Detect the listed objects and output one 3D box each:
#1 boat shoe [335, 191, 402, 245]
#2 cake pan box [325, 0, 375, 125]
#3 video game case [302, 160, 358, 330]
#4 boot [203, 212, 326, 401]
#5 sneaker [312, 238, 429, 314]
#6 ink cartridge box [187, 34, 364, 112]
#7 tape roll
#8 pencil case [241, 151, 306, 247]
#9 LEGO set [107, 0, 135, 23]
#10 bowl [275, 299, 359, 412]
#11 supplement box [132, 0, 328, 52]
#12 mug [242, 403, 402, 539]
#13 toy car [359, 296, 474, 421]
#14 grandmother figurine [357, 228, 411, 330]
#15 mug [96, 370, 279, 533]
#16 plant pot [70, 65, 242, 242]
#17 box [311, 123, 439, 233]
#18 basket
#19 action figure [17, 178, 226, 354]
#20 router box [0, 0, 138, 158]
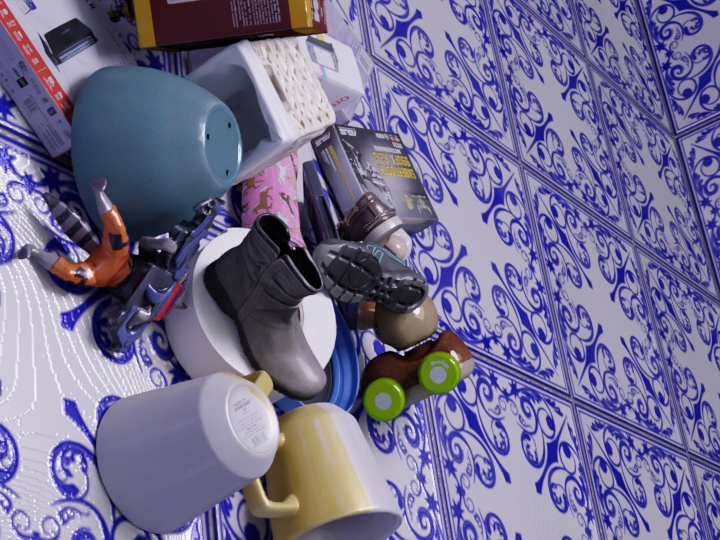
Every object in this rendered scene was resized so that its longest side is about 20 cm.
[{"bbox_3d":[0.000,-0.051,1.789,0.072,0.200,0.060,-33,86,-18],"label":"boat shoe"},{"bbox_3d":[-0.062,-0.337,2.053,0.184,0.052,0.200,53,31,-24],"label":"cake pan box"},{"bbox_3d":[-0.041,-0.031,1.797,0.143,0.019,0.201,95,-23,-71],"label":"video game case"},{"bbox_3d":[-0.083,0.044,1.475,0.200,0.131,0.068,54,45,-1],"label":"boot"},{"bbox_3d":[0.000,0.000,1.664,0.200,0.075,0.079,26,17,-49],"label":"sneaker"},{"bbox_3d":[-0.114,-0.266,1.815,0.200,0.147,0.086,14,57,-56],"label":"ink cartridge box"},{"bbox_3d":[-0.129,0.054,1.574,0.202,0.071,0.203,20,55,-30],"label":"tape roll"},{"bbox_3d":[-0.116,-0.102,1.757,0.087,0.082,0.201,92,-6,-58],"label":"pencil case"},{"bbox_3d":[-0.318,-0.388,1.607,0.200,0.115,0.154,57,28,-77],"label":"LEGO set"},{"bbox_3d":[-0.076,0.099,1.710,0.201,0.039,0.201,39,39,-39],"label":"bowl"},{"bbox_3d":[-0.153,-0.339,1.597,0.197,0.199,0.133,-58,141,-81],"label":"supplement box"},{"bbox_3d":[-0.047,0.232,1.532,0.187,0.149,0.154,66,5,-62],"label":"mug"},{"bbox_3d":[0.046,0.081,1.784,0.200,0.157,0.164,64,9,3],"label":"toy car"},{"bbox_3d":[0.032,0.006,1.941,0.122,0.060,0.200,63,30,-26],"label":"grandmother figurine"},{"bbox_3d":[-0.167,0.163,1.397,0.149,0.153,0.187,38,38,-37],"label":"mug"},{"bbox_3d":[-0.213,-0.135,1.505,0.200,0.134,0.201,-3,90,-68],"label":"plant pot"},{"bbox_3d":[0.024,-0.136,2.027,0.200,0.048,0.159,0,62,-58],"label":"box"},{"bbox_3d":[-0.145,-0.184,1.628,0.123,0.200,0.136,-24,87,-50],"label":"basket"},{"bbox_3d":[-0.245,-0.026,1.445,0.105,0.200,0.194,30,-13,47],"label":"action figure"},{"bbox_3d":[-0.346,-0.251,1.525,0.200,0.049,0.180,57,30,-14],"label":"router box"}]
